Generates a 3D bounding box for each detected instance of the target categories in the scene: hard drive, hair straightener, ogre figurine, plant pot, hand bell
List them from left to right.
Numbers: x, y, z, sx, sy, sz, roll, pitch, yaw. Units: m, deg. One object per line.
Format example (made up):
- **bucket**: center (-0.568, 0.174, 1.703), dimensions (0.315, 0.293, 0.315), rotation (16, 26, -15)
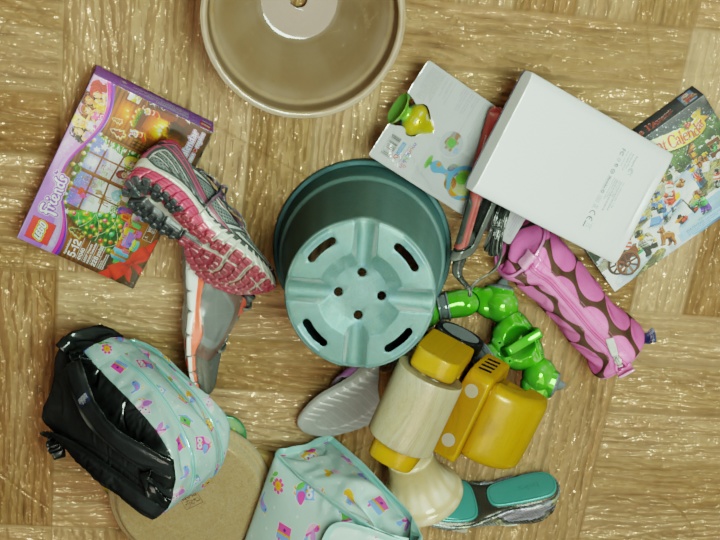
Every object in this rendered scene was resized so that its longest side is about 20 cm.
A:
- **plant pot**: center (-0.058, -0.259, 1.236), dimensions (0.198, 0.093, 0.203), rotation (-2, 113, -5)
- **plant pot**: center (0.000, 0.000, 1.281), dimensions (0.198, 0.196, 0.203), rotation (0, 104, 1)
- **hand bell**: center (0.048, 0.187, 1.422), dimensions (0.103, 0.104, 0.201), rotation (-16, 124, 1)
- **ogre figurine**: center (0.151, 0.100, 1.412), dimensions (0.119, 0.098, 0.201), rotation (-29, 70, 2)
- **hair straightener**: center (0.148, -0.068, 1.317), dimensions (0.076, 0.041, 0.202), rotation (9, 99, -25)
- **hard drive**: center (0.220, -0.105, 1.302), dimensions (0.199, 0.025, 0.133), rotation (24, 98, -26)

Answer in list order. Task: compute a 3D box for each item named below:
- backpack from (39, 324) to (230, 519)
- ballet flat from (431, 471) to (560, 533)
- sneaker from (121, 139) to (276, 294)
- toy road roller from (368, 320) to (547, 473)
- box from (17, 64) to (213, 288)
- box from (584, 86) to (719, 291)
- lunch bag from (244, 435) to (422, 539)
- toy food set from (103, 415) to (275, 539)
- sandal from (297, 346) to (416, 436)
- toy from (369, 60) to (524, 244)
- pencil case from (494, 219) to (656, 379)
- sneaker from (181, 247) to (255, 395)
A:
- **backpack**: center (-0.241, 0.165, 1.348), dimensions (0.199, 0.126, 0.168), rotation (37, 133, 21)
- **ballet flat**: center (0.145, 0.291, 1.521), dimensions (0.198, 0.072, 0.073), rotation (-5, 115, -3)
- **sneaker**: center (-0.152, -0.050, 1.286), dimensions (0.080, 0.075, 0.200), rotation (-15, 127, 39)
- **toy road roller**: center (0.107, 0.143, 1.280), dimensions (0.145, 0.200, 0.124), rotation (27, 105, 13)
- **box**: center (-0.258, -0.095, 1.314), dimensions (0.136, 0.039, 0.201), rotation (25, 109, -16)
- **box**: center (0.325, -0.088, 1.385), dimensions (0.199, 0.038, 0.137), rotation (-36, 113, 10)
- **lunch bag**: center (-0.028, 0.318, 1.430), dimensions (0.121, 0.199, 0.172), rotation (-7, 126, -49)
- **toy food set**: center (-0.200, 0.255, 1.472), dimensions (0.200, 0.049, 0.198), rotation (-39, 112, 11)
- **sandal**: center (0.007, 0.128, 1.437), dimensions (0.082, 0.050, 0.202), rotation (30, 126, -33)
- **toy**: center (0.111, -0.128, 1.334), dimensions (0.199, 0.047, 0.116), rotation (29, 98, -28)
- **pencil case**: center (0.237, 0.033, 1.398), dimensions (0.091, 0.094, 0.200), rotation (-38, 112, 26)
- **sneaker**: center (-0.155, 0.050, 1.374), dimensions (0.081, 0.077, 0.202), rotation (-2, 115, -13)
